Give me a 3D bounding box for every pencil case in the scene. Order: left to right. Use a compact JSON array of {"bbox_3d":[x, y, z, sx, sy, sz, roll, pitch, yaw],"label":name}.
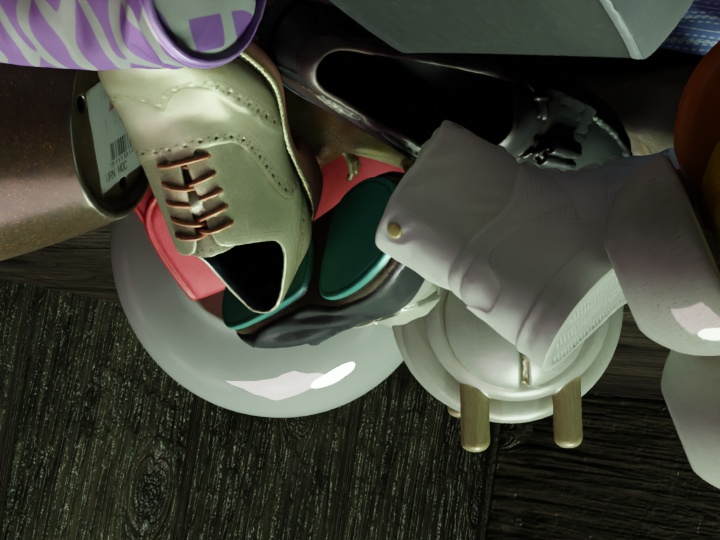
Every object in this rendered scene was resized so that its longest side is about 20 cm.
[{"bbox_3d":[-0.129,-0.125,0.836,0.199,0.085,0.085,5,177,36],"label":"pencil case"}]

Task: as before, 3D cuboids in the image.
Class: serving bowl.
[{"bbox_3d":[-0.055,-0.013,1.175,0.198,0.202,0.066,7,-174,14],"label":"serving bowl"}]

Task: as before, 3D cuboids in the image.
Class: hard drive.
[{"bbox_3d":[0.021,-0.125,0.677,0.134,0.043,0.200,5,161,31],"label":"hard drive"}]

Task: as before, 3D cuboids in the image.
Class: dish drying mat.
[{"bbox_3d":[-0.024,-0.049,1.099,0.199,0.077,0.018,-23,-156,19],"label":"dish drying mat"}]

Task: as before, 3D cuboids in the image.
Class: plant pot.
[{"bbox_3d":[-0.202,-0.073,0.983,0.198,0.189,0.187,3,172,20],"label":"plant pot"}]

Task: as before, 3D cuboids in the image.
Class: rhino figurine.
[{"bbox_3d":[0.123,-0.070,1.084,0.199,0.060,0.087,4,151,45],"label":"rhino figurine"}]

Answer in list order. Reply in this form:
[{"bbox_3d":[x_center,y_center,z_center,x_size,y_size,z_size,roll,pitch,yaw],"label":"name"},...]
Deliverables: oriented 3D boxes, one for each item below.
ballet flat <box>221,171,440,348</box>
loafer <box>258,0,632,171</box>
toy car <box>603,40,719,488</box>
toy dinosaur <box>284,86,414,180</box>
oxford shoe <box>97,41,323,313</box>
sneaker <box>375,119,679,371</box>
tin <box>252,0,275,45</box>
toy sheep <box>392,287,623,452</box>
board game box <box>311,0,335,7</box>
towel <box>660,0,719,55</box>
[{"bbox_3d":[0.000,0.000,1.037,0.072,0.074,0.200,12,161,-26],"label":"ballet flat"},{"bbox_3d":[0.046,-0.071,0.967,0.199,0.072,0.063,20,-163,-24],"label":"loafer"},{"bbox_3d":[0.192,-0.016,0.867,0.174,0.150,0.201,-23,125,6],"label":"toy car"},{"bbox_3d":[-0.042,-0.081,1.021,0.199,0.059,0.101,24,149,-33],"label":"toy dinosaur"},{"bbox_3d":[-0.066,-0.049,0.940,0.070,0.074,0.200,-6,151,22],"label":"oxford shoe"},{"bbox_3d":[0.083,-0.035,0.930,0.115,0.074,0.200,33,-150,16],"label":"sneaker"},{"bbox_3d":[-0.072,-0.117,1.055,0.111,0.042,0.200,6,174,-14],"label":"tin"},{"bbox_3d":[0.078,0.021,1.091,0.137,0.139,0.200,9,-174,-8],"label":"toy sheep"},{"bbox_3d":[0.047,-0.128,0.841,0.119,0.033,0.200,7,175,-23],"label":"board game box"},{"bbox_3d":[0.203,-0.102,0.867,0.143,0.024,0.200,10,174,-4],"label":"towel"}]
